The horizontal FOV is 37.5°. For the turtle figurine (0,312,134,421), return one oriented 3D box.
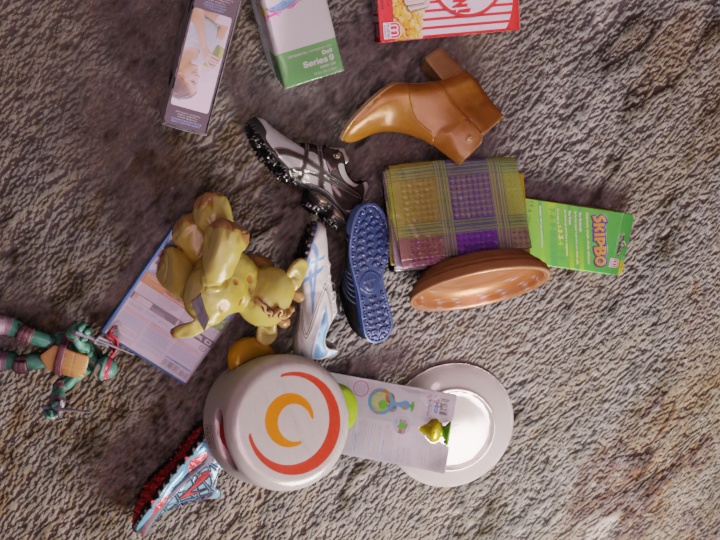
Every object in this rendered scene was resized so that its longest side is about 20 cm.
[{"bbox_3d":[-0.407,0.124,1.439,0.199,0.101,0.151,14,102,-1],"label":"turtle figurine"}]

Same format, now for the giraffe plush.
[{"bbox_3d":[-0.159,0.013,1.418,0.162,0.201,0.173,14,137,-37],"label":"giraffe plush"}]

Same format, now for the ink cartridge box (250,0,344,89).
[{"bbox_3d":[-0.095,-0.350,1.344,0.087,0.145,0.201,-19,114,-5],"label":"ink cartridge box"}]

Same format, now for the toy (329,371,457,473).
[{"bbox_3d":[0.038,0.221,1.556,0.199,0.047,0.116,9,90,14],"label":"toy"}]

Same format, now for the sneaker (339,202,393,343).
[{"bbox_3d":[0.000,0.000,1.490,0.070,0.078,0.201,-10,106,-27],"label":"sneaker"}]

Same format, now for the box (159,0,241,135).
[{"bbox_3d":[-0.206,-0.283,1.372,0.060,0.117,0.201,14,99,-15],"label":"box"}]

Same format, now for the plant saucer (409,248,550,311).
[{"bbox_3d":[0.163,0.012,1.479,0.199,0.200,0.038,-8,75,-8],"label":"plant saucer"}]

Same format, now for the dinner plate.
[{"bbox_3d":[0.139,0.238,1.604,0.199,0.024,0.201,-2,102,-9],"label":"dinner plate"}]

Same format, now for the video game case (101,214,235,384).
[{"bbox_3d":[-0.249,0.042,1.491,0.143,0.018,0.200,34,95,-15],"label":"video game case"}]

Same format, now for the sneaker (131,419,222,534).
[{"bbox_3d":[-0.245,0.313,1.525,0.095,0.079,0.200,41,94,-18],"label":"sneaker"}]

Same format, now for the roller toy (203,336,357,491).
[{"bbox_3d":[-0.123,0.208,1.476,0.200,0.140,0.183,36,72,-20],"label":"roller toy"}]

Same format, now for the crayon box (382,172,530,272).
[{"bbox_3d":[0.135,-0.068,1.503,0.199,0.051,0.128,-4,91,-9],"label":"crayon box"}]

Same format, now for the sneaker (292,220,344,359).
[{"bbox_3d":[-0.058,0.028,1.494,0.072,0.072,0.201,0,106,-11],"label":"sneaker"}]

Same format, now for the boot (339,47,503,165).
[{"bbox_3d":[0.087,-0.197,1.448,0.201,0.071,0.144,-38,85,-7],"label":"boot"}]

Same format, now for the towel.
[{"bbox_3d":[0.129,-0.083,1.460,0.199,0.023,0.145,-7,84,-10],"label":"towel"}]

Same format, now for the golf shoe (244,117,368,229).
[{"bbox_3d":[-0.073,-0.150,1.455,0.095,0.078,0.200,-48,113,-8],"label":"golf shoe"}]

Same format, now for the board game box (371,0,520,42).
[{"bbox_3d":[0.113,-0.394,1.436,0.199,0.046,0.152,-8,104,-8],"label":"board game box"}]

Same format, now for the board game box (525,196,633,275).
[{"bbox_3d":[0.299,-0.052,1.561,0.199,0.030,0.096,8,102,-9],"label":"board game box"}]
